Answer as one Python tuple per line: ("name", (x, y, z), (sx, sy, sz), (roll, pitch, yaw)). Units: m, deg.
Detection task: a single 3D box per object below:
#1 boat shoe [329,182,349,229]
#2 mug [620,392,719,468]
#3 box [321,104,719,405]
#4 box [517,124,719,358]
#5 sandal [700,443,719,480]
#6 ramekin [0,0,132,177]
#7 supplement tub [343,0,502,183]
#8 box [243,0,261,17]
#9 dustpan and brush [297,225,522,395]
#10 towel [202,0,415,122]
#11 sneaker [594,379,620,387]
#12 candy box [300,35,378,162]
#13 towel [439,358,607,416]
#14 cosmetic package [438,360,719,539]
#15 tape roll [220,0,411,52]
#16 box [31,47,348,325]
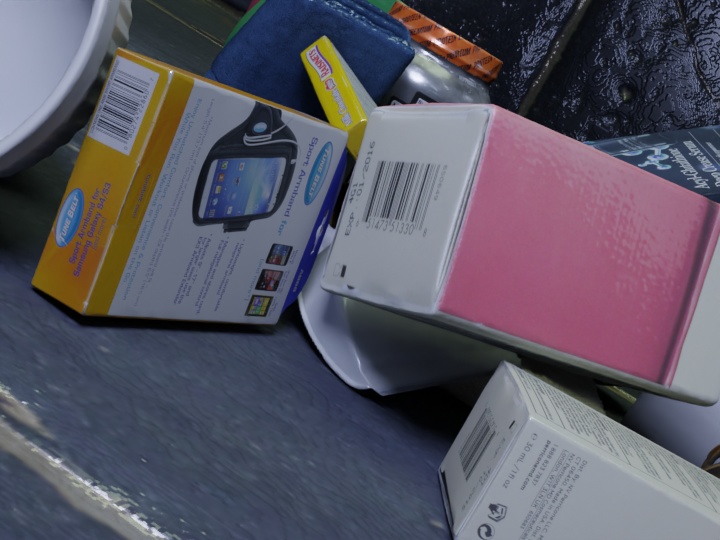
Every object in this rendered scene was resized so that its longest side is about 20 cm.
("boat shoe", (-0.071, -0.039, 0.905), (0.201, 0.075, 0.075), (22, -23, -11))
("mug", (0.307, 0.116, 0.984), (0.153, 0.150, 0.186), (42, 21, 19))
("box", (0.101, -0.008, 0.723), (0.199, 0.110, 0.128), (18, -4, -30))
("box", (0.194, -0.025, 0.929), (0.198, 0.108, 0.149), (-7, 22, 1))
("sandal", (0.233, 0.130, 0.760), (0.081, 0.055, 0.200), (19, -14, 15))
("ramekin", (-0.200, -0.133, 0.609), (0.199, 0.201, 0.105), (31, 2, 4))
("supplement tub", (0.020, -0.096, 1.002), (0.122, 0.201, 0.123), (29, 10, -5))
("box", (-0.056, -0.174, 1.153), (0.127, 0.201, 0.109), (27, 11, -15))
("dustpan and brush", (0.000, 0.000, 0.821), (0.139, 0.057, 0.201), (-4, 58, -43))
("towel", (-0.059, -0.118, 0.909), (0.111, 0.200, 0.049), (25, 39, -29))
("sneaker", (0.170, 0.054, 1.077), (0.199, 0.081, 0.074), (29, -29, -32))
("candy box", (0.030, -0.058, 0.870), (0.200, 0.026, 0.103), (50, 10, -41))
("towel", (0.114, 0.076, 0.917), (0.132, 0.035, 0.200), (29, 11, -2))
("cosmetic package", (0.142, 0.131, 0.634), (0.199, 0.071, 0.105), (29, 9, -5))
("tape roll", (-0.024, -0.139, 1.080), (0.199, 0.202, 0.048), (27, 10, -17))
("box", (-0.075, -0.034, 0.674), (0.041, 0.120, 0.200), (25, 7, 24))
